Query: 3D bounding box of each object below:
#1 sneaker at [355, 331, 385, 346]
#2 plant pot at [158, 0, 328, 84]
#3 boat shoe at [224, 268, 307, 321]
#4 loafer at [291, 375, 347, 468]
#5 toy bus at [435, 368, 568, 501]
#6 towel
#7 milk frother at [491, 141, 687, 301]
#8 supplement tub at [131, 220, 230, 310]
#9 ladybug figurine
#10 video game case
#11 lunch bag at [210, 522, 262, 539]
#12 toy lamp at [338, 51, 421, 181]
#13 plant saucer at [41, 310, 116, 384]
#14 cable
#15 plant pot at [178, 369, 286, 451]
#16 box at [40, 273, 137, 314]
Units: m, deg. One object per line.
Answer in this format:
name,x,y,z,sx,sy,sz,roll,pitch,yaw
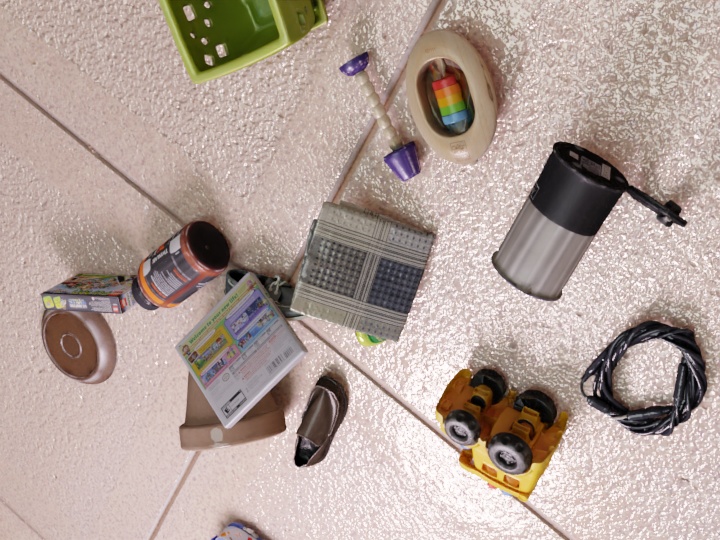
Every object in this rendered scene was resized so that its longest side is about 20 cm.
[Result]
sneaker,0.020,0.023,1.628,0.082,0.074,0.204,-8,102,-4
plant pot,-0.170,-0.416,1.466,0.197,0.181,0.202,-13,105,31
boat shoe,-0.159,0.040,1.720,0.197,0.073,0.063,10,119,30
loafer,-0.077,0.285,1.778,0.072,0.071,0.203,23,120,18
toy bus,0.219,0.282,1.596,0.198,0.136,0.194,24,136,20
towel,0.000,0.000,1.573,0.197,0.035,0.196,17,102,-9
milk frother,0.318,-0.051,1.358,0.199,0.180,0.190,37,120,17
supplement tub,-0.334,-0.001,1.776,0.199,0.107,0.108,-33,94,34
ladybug figurine,0.139,-0.254,1.433,0.134,0.072,0.203,-7,107,31
video game case,-0.208,0.137,1.690,0.200,0.022,0.183,-44,67,13
lunch bag,-0.246,0.618,2.011,0.159,0.075,0.202,30,123,17
toy lamp,0.033,-0.233,1.509,0.058,0.058,0.202,-25,97,34
plant saucer,-0.592,0.150,2.025,0.197,0.032,0.204,10,114,24
cable,0.434,0.164,1.464,0.163,0.051,0.201,41,123,7
plant pot,-0.244,0.223,1.792,0.197,0.199,0.178,-11,87,31
box,-0.504,0.043,1.885,0.197,0.110,0.035,1,112,27
